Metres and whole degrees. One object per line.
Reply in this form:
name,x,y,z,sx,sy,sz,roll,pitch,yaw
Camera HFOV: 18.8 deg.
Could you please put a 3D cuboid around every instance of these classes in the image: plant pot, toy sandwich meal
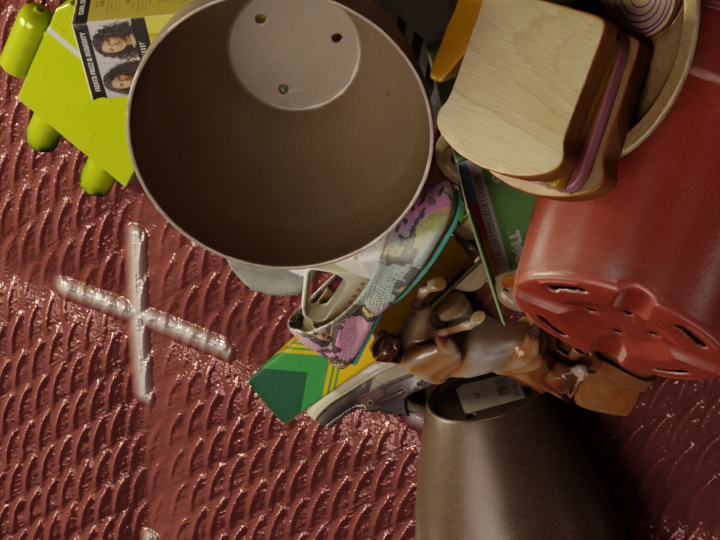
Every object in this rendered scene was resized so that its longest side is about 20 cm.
plant pot,0.197,-0.048,1.393,0.199,0.197,0.201,20,163,6
plant pot,0.118,0.183,1.712,0.186,0.187,0.202,2,117,33
toy sandwich meal,0.116,-0.147,1.312,0.204,0.070,0.207,-3,86,44
plant pot,-0.050,-0.121,1.448,0.198,0.135,0.202,1,121,2

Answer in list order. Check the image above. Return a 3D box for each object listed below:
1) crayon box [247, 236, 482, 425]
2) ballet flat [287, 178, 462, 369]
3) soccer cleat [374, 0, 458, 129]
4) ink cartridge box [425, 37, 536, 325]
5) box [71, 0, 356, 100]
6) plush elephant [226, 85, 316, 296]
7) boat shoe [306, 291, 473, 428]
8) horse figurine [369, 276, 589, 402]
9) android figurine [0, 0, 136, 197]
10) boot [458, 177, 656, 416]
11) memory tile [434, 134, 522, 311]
crayon box,0.008,0.035,1.694,0.051,0.127,0.200,49,141,-3
ballet flat,0.000,0.000,1.506,0.071,0.070,0.200,19,141,-14
soccer cleat,0.048,-0.191,1.561,0.084,0.069,0.201,-6,122,27
ink cartridge box,0.096,-0.070,1.485,0.059,0.201,0.104,-15,128,4
box,-0.099,-0.170,1.536,0.198,0.050,0.076,-4,133,5
plush elephant,-0.057,-0.075,1.608,0.153,0.201,0.166,-13,123,18
boat shoe,0.032,0.088,1.772,0.065,0.072,0.200,51,129,-2
horse figurine,0.086,0.049,1.546,0.133,0.198,0.050,127,137,-57
android figurine,-0.213,-0.149,1.788,0.182,0.041,0.200,40,137,3
boot,0.147,0.016,1.624,0.199,0.077,0.156,25,138,7
memory tile,0.143,-0.023,1.650,0.199,0.017,0.154,19,131,22
